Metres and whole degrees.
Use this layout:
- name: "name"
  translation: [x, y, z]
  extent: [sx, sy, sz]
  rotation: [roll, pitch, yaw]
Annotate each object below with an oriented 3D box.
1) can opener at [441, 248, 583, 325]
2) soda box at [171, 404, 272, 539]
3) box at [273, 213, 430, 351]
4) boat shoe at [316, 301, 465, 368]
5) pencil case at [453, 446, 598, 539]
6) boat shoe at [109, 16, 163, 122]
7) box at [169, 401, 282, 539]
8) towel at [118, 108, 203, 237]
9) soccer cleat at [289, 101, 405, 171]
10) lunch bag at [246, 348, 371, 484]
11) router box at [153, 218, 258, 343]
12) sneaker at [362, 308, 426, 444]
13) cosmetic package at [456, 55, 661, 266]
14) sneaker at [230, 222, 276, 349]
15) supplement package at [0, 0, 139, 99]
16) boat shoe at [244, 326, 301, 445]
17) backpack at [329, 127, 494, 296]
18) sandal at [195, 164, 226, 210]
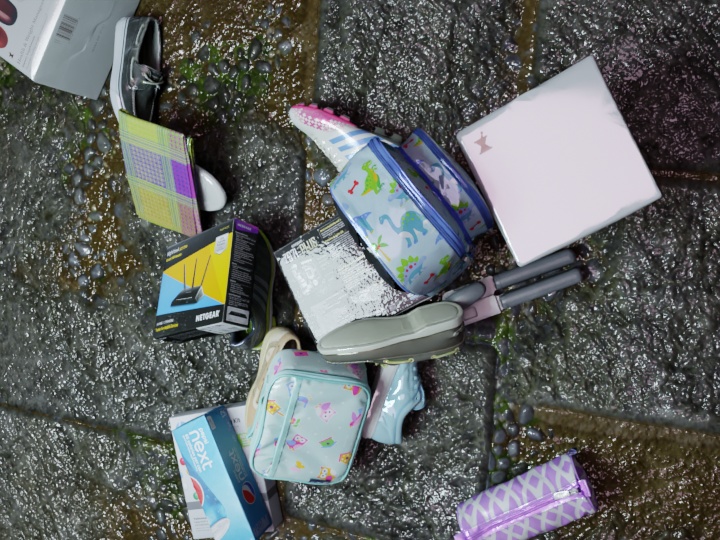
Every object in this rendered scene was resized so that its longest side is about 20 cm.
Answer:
- name: "can opener"
  translation: [0.202, 0.027, 0.792]
  extent: [0.196, 0.067, 0.054]
  rotation: [-22, 87, 17]
- name: "soda box"
  translation: [-0.213, 0.321, 0.894]
  extent: [0.067, 0.064, 0.204]
  rotation: [-25, 85, 15]
- name: "box"
  translation: [0.000, 0.000, 0.842]
  extent: [0.197, 0.086, 0.167]
  rotation: [-29, 85, 16]
- name: "boat shoe"
  translation: [0.042, 0.097, 0.767]
  extent: [0.197, 0.072, 0.062]
  rotation: [-13, 116, 3]
- name: "pencil case"
  translation: [0.226, 0.325, 0.792]
  extent: [0.198, 0.085, 0.085]
  rotation: [-33, 82, 16]
- name: "boat shoe"
  translation: [-0.358, -0.317, 0.941]
  extent: [0.069, 0.072, 0.206]
  rotation: [-4, 90, 21]
- name: "box"
  translation: [-0.220, 0.326, 0.951]
  extent: [0.152, 0.041, 0.205]
  rotation: [-12, 88, 16]
- name: "towel"
  translation: [-0.310, -0.143, 0.909]
  extent: [0.141, 0.023, 0.203]
  rotation: [21, 134, 17]
- name: "soccer cleat"
  translation: [-0.026, -0.180, 0.848]
  extent: [0.196, 0.070, 0.088]
  rotation: [23, 94, 14]
- name: "lunch bag"
  translation: [-0.078, 0.215, 0.828]
  extent: [0.156, 0.077, 0.204]
  rotation: [10, 115, -15]
- name: "router box"
  translation: [-0.234, 0.022, 0.870]
  extent: [0.197, 0.050, 0.153]
  rotation: [-15, 65, 42]
- name: "sneaker"
  translation: [0.065, 0.158, 0.848]
  extent: [0.080, 0.074, 0.204]
  rotation: [19, 101, -4]
- name: "cosmetic package"
  translation: [0.232, -0.119, 0.707]
  extent: [0.165, 0.200, 0.169]
  rotation: [-27, 85, 17]
- name: "sneaker"
  translation: [-0.175, 0.027, 0.899]
  extent: [0.072, 0.081, 0.206]
  rotation: [-6, 91, 16]
- name: "supplement package"
  translation: [-0.510, -0.427, 0.943]
  extent: [0.198, 0.147, 0.194]
  rotation: [34, 102, 11]
- name: "boat shoe"
  translation: [-0.131, 0.192, 0.890]
  extent: [0.070, 0.064, 0.206]
  rotation: [6, 95, -29]
- name: "backpack"
  translation: [0.060, -0.071, 0.673]
  extent: [0.147, 0.200, 0.184]
  rotation: [-42, 81, 13]
- name: "sandal"
  translation: [-0.293, -0.157, 0.940]
  extent: [0.199, 0.050, 0.084]
  rotation: [19, 137, 20]
